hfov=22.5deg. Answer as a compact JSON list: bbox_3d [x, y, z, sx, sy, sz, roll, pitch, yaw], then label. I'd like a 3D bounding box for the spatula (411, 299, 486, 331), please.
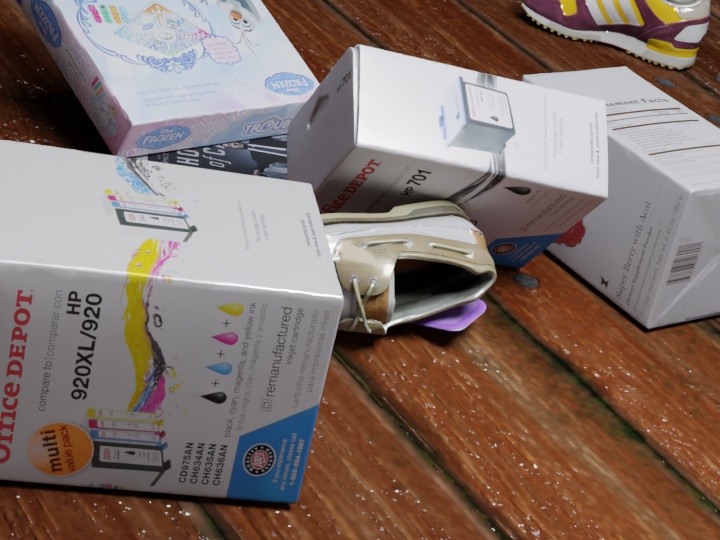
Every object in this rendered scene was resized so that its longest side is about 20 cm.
[{"bbox_3d":[0.000,0.000,1.319,0.199,0.021,0.056,26,34,23],"label":"spatula"}]

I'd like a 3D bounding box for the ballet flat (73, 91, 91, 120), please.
[{"bbox_3d":[-0.204,-0.183,1.508,0.068,0.069,0.200,-26,14,19],"label":"ballet flat"}]

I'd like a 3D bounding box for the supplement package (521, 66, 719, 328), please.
[{"bbox_3d":[0.215,-0.062,1.426,0.119,0.122,0.200,-9,35,-36],"label":"supplement package"}]

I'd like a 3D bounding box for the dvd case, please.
[{"bbox_3d":[-0.085,-0.087,1.438,0.198,0.025,0.151,10,27,-10],"label":"dvd case"}]

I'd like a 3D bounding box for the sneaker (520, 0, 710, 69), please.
[{"bbox_3d":[0.267,-0.283,1.893,0.198,0.091,0.075,18,28,6],"label":"sneaker"}]

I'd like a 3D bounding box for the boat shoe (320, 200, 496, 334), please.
[{"bbox_3d":[0.001,0.005,1.237,0.198,0.075,0.068,-17,44,-23],"label":"boat shoe"}]

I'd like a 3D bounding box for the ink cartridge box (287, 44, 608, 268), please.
[{"bbox_3d":[0.060,-0.079,1.326,0.198,0.146,0.087,9,66,-20],"label":"ink cartridge box"}]

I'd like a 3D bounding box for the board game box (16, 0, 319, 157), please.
[{"bbox_3d":[-0.154,-0.185,1.448,0.199,0.044,0.200,-11,57,-41],"label":"board game box"}]

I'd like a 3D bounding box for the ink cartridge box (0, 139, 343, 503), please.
[{"bbox_3d":[-0.128,0.031,1.065,0.198,0.149,0.145,6,28,-14],"label":"ink cartridge box"}]
